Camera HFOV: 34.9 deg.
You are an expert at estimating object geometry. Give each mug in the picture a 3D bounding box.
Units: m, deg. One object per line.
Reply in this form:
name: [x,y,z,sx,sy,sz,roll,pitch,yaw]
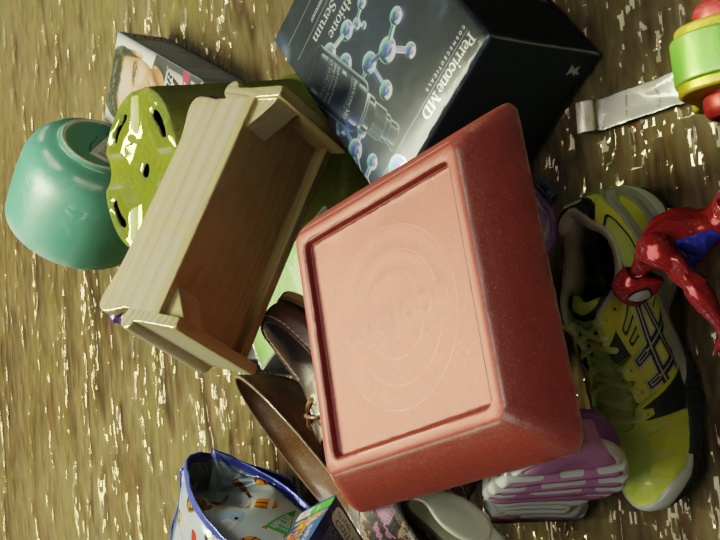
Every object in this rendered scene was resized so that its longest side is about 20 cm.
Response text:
mug: [-0.302,-0.104,1.246,0.185,0.152,0.115,56,132,33]

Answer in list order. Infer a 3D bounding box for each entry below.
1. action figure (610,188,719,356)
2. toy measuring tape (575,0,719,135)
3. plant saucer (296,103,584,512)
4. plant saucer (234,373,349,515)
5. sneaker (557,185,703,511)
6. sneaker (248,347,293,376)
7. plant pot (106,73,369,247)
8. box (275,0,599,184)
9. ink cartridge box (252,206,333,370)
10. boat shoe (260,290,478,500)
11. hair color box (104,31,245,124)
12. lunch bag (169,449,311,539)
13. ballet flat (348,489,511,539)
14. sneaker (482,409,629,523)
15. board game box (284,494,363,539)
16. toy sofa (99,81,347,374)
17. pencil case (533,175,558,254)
action figure: [0.227,-0.025,0.612,0.200,0.065,0.099,-40,89,31]
toy measuring tape: [0.185,-0.114,0.668,0.200,0.073,0.074,-12,81,52]
plant saucer: [0.029,0.028,0.675,0.199,0.037,0.201,-28,66,47]
plant saucer: [-0.025,0.152,0.907,0.200,0.037,0.201,47,164,17]
sneaker: [0.155,0.048,0.704,0.075,0.076,0.201,-18,78,50]
sneaker: [-0.096,0.050,1.062,0.200,0.072,0.083,-1,70,52]
plant pot: [-0.104,-0.081,0.957,0.200,0.184,0.201,0,90,53]
box: [0.046,-0.160,0.821,0.200,0.107,0.149,58,132,34]
ink cartridge box: [0.000,0.000,0.886,0.200,0.104,0.059,-49,54,42]
boat shoe: [-0.003,0.098,0.808,0.200,0.070,0.070,40,158,17]
hair color box: [-0.190,-0.171,1.173,0.200,0.060,0.099,35,118,48]
lunch bag: [-0.102,0.276,1.013,0.200,0.124,0.171,29,116,42]
ballet flat: [0.082,0.191,0.731,0.200,0.069,0.071,39,145,-3]
sneaker: [0.112,0.104,0.711,0.200,0.080,0.089,89,-179,-72]
board game box: [0.005,0.273,0.798,0.034,0.135,0.200,-30,94,18]
toy sofa: [-0.097,-0.031,0.830,0.097,0.083,0.200,4,66,44]
pencil case: [0.066,0.015,0.770,0.086,0.084,0.200,50,150,23]
